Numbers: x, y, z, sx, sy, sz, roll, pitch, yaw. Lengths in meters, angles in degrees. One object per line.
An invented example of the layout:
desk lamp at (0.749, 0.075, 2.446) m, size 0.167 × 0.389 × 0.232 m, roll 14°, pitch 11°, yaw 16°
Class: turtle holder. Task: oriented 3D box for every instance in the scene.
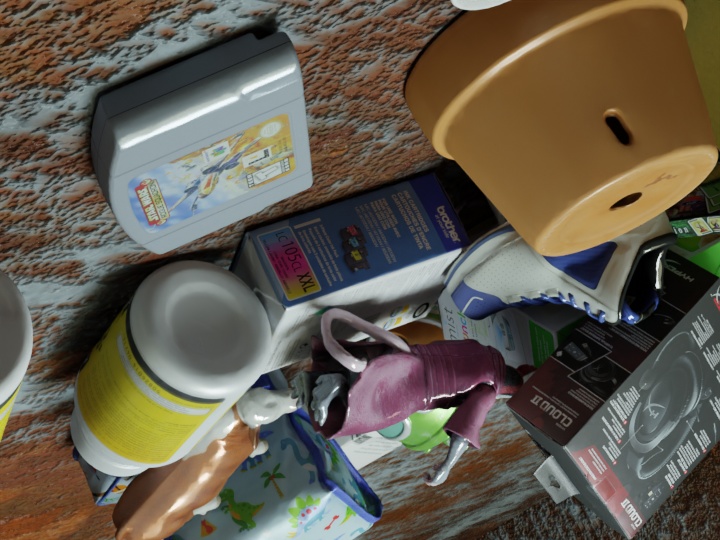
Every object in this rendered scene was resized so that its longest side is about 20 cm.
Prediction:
turtle holder at (0.042, 0.087, 1.495) m, size 0.131 × 0.186 × 0.141 m, roll 25°, pitch 104°, yaw -20°

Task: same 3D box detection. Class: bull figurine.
bull figurine at (-0.128, 0.156, 1.319) m, size 0.200 × 0.065 × 0.121 m, roll -42°, pitch 167°, yaw 9°

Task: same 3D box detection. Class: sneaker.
sneaker at (0.161, 0.003, 1.183) m, size 0.199 × 0.115 × 0.080 m, roll -37°, pitch 163°, yaw 34°

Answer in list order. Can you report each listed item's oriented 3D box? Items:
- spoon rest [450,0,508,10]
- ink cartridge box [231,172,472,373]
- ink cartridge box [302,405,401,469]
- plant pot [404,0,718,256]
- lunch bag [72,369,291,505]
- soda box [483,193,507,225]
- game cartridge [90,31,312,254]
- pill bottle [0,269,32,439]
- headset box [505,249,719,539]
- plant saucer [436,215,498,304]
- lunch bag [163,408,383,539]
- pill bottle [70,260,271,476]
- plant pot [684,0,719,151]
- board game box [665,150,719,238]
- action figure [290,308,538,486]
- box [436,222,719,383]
spoon rest at (0.081, -0.188, 0.839) m, size 0.099 × 0.061 × 0.200 m, roll -29°, pitch 162°, yaw 9°
ink cartridge box at (0.000, 0.000, 1.243) m, size 0.199 × 0.077 × 0.137 m, roll -17°, pitch 160°, yaw -23°
ink cartridge box at (0.020, 0.142, 1.674) m, size 0.200 × 0.085 × 0.146 m, roll -30°, pitch 162°, yaw 14°
plant pot at (0.147, -0.102, 1.052) m, size 0.199 × 0.140 × 0.200 m, roll -23°, pitch 163°, yaw -7°
lunch bag at (-0.156, 0.143, 1.444) m, size 0.199 × 0.076 × 0.160 m, roll -14°, pitch 155°, yaw -36°
soda box at (0.187, -0.106, 1.218) m, size 0.199 × 0.068 × 0.064 m, roll -26°, pitch 163°, yaw 1°
game cartridge at (-0.097, -0.072, 0.966) m, size 0.133 × 0.042 × 0.200 m, roll -28°, pitch 163°, yaw -8°
pill bottle at (-0.279, 0.077, 0.999) m, size 0.114 × 0.115 × 0.200 m, roll -17°, pitch 160°, yaw -28°
headset box at (0.218, 0.104, 1.238) m, size 0.200 × 0.077 × 0.149 m, roll -46°, pitch 132°, yaw -7°
plant saucer at (0.145, -0.011, 1.492) m, size 0.200 × 0.036 × 0.200 m, roll -24°, pitch 163°, yaw -8°
lunch bag at (-0.079, 0.233, 1.468) m, size 0.170 × 0.128 × 0.200 m, roll -32°, pitch 148°, yaw 4°
pill bottle at (-0.156, 0.084, 1.205) m, size 0.112 × 0.112 × 0.200 m, roll -13°, pitch 159°, yaw -37°
plant pot at (0.343, -0.175, 1.058) m, size 0.195 × 0.195 × 0.200 m, roll -22°, pitch 154°, yaw -12°
board game box at (0.218, -0.060, 1.244) m, size 0.199 × 0.024 × 0.105 m, roll -8°, pitch -144°, yaw 34°
action figure at (0.050, 0.077, 1.231) m, size 0.199 × 0.134 × 0.149 m, roll -3°, pitch 130°, yaw -15°
box at (0.194, 0.017, 1.346) m, size 0.199 × 0.176 × 0.097 m, roll -26°, pitch 124°, yaw -23°
